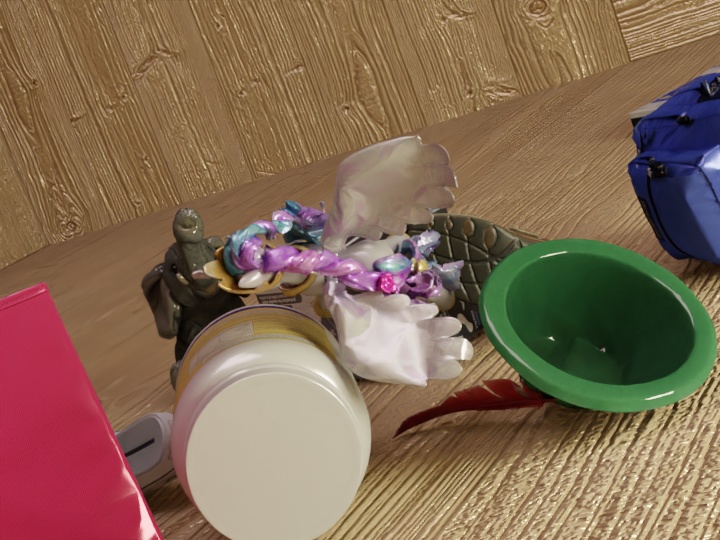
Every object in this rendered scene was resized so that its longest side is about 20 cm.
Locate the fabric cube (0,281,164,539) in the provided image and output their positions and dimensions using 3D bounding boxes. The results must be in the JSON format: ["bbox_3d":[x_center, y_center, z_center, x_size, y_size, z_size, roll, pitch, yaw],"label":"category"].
[{"bbox_3d":[-0.252,0.159,0.844,0.198,0.201,0.196,-24,-8,-26],"label":"fabric cube"}]

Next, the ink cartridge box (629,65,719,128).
[{"bbox_3d":[0.485,-0.249,1.944,0.199,0.040,0.099,-30,14,-31],"label":"ink cartridge box"}]

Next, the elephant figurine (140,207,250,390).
[{"bbox_3d":[-0.170,0.022,1.478,0.153,0.203,0.141,-14,13,33],"label":"elephant figurine"}]

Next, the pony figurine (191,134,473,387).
[{"bbox_3d":[0.000,0.000,0.981,0.190,0.170,0.199,-4,-5,23],"label":"pony figurine"}]

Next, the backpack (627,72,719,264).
[{"bbox_3d":[0.321,-0.092,1.197,0.166,0.164,0.200,-26,13,-9],"label":"backpack"}]

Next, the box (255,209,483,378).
[{"bbox_3d":[0.001,0.024,1.320,0.114,0.134,0.198,-32,16,-38],"label":"box"}]

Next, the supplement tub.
[{"bbox_3d":[-0.068,0.112,1.008,0.144,0.147,0.200,-21,11,-2],"label":"supplement tub"}]

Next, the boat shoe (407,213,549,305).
[{"bbox_3d":[0.136,-0.002,1.222,0.197,0.077,0.074,16,6,2],"label":"boat shoe"}]

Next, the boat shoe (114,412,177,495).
[{"bbox_3d":[-0.205,0.177,1.198,0.066,0.075,0.198,13,-24,-44],"label":"boat shoe"}]

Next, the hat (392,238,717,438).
[{"bbox_3d":[0.155,0.091,1.024,0.164,0.178,0.200,-25,49,-30],"label":"hat"}]
